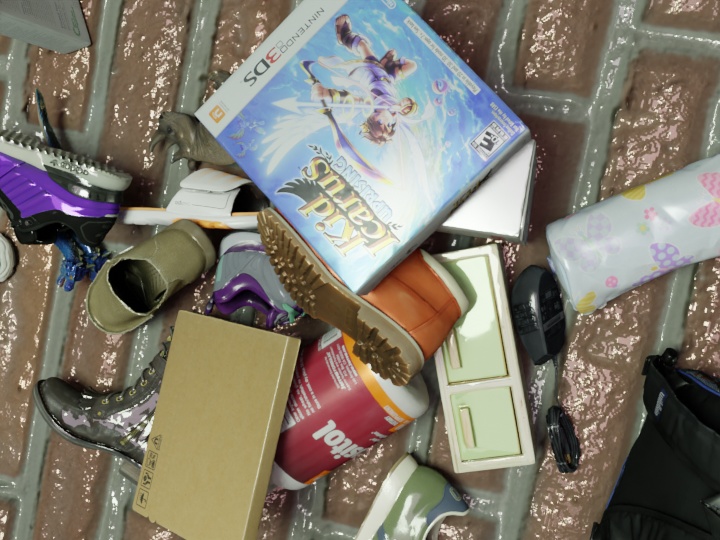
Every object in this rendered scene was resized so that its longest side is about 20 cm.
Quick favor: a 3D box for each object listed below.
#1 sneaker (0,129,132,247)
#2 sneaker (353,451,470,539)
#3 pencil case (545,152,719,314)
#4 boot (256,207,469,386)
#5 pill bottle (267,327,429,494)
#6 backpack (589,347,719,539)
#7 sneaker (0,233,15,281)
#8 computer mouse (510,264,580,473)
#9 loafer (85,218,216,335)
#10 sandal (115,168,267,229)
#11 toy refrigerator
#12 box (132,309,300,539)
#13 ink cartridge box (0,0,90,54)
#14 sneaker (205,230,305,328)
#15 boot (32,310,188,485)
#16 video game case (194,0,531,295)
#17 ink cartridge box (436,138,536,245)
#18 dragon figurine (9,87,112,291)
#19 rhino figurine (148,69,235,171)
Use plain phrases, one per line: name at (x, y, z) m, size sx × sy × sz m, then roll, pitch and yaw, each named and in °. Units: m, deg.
sneaker at (-0.327, -0.076, 0.797) m, size 0.200 × 0.070 × 0.100 m, roll 19°, pitch 99°, yaw 12°
sneaker at (0.035, 0.284, 0.791) m, size 0.090 × 0.067 × 0.201 m, roll 27°, pitch 95°, yaw 16°
pencil case at (0.262, -0.034, 0.716) m, size 0.200 × 0.083 × 0.091 m, roll -24°, pitch 91°, yaw 13°
boot at (0.000, 0.000, 0.721) m, size 0.200 × 0.075 × 0.107 m, roll 41°, pitch 61°, yaw 15°
pill bottle at (-0.044, 0.135, 0.781) m, size 0.200 × 0.113 × 0.113 m, roll -34°, pitch 85°, yaw 13°
backpack at (0.299, 0.187, 0.664) m, size 0.154 × 0.191 × 0.200 m, roll 14°, pitch 96°, yaw -4°
sneaker at (-0.482, -0.007, 0.894) m, size 0.200 × 0.079 × 0.074 m, roll -9°, pitch 92°, yaw 15°
computer mouse at (0.171, 0.093, 0.763) m, size 0.034 × 0.059 × 0.201 m, roll -7°, pitch 96°, yaw 35°
loafer at (-0.222, 0.012, 0.806) m, size 0.200 × 0.067 × 0.076 m, roll -34°, pitch 93°, yaw 40°
sandal at (-0.166, -0.073, 0.816) m, size 0.206 × 0.079 × 0.059 m, roll 3°, pitch 94°, yaw 15°
toy refrigerator at (0.109, 0.079, 0.764) m, size 0.076 × 0.070 × 0.201 m, roll -9°, pitch 91°, yaw 13°
box at (-0.135, 0.145, 0.752) m, size 0.163 × 0.021 × 0.201 m, roll 9°, pitch 84°, yaw 42°
ink cartridge box at (-0.353, -0.323, 0.786) m, size 0.041 × 0.200 × 0.200 m, roll -17°, pitch 88°, yaw 13°
sneaker at (-0.044, 0.024, 0.777) m, size 0.199 × 0.074 × 0.088 m, roll 8°, pitch 61°, yaw 9°
boot at (-0.219, 0.116, 0.850) m, size 0.200 × 0.069 × 0.174 m, roll 33°, pitch 97°, yaw 2°
video game case at (-0.001, -0.113, 0.645) m, size 0.181 × 0.045 × 0.200 m, roll -44°, pitch 80°, yaw 9°
ink cartridge box at (0.052, -0.080, 0.730) m, size 0.199 × 0.145 × 0.084 m, roll 10°, pitch 92°, yaw 13°
dragon figurine at (-0.305, -0.082, 0.858) m, size 0.099 × 0.059 × 0.201 m, roll 10°, pitch 96°, yaw 12°
rhino figurine at (-0.126, -0.151, 0.813) m, size 0.200 × 0.060 × 0.088 m, roll -17°, pitch 86°, yaw 15°
